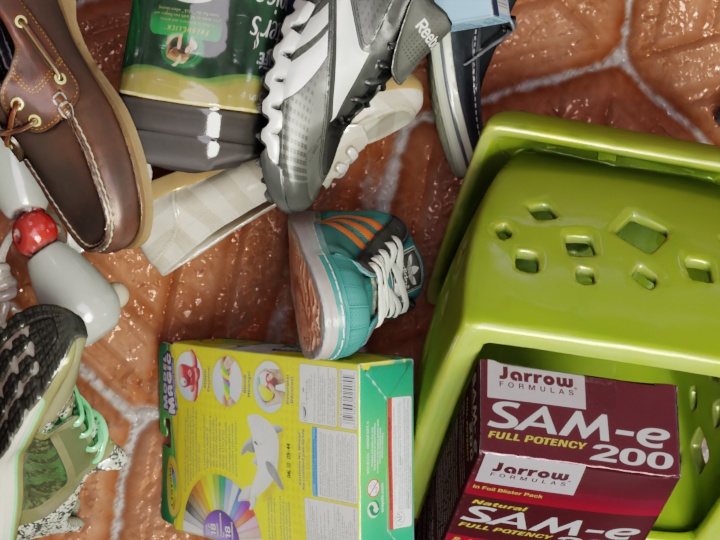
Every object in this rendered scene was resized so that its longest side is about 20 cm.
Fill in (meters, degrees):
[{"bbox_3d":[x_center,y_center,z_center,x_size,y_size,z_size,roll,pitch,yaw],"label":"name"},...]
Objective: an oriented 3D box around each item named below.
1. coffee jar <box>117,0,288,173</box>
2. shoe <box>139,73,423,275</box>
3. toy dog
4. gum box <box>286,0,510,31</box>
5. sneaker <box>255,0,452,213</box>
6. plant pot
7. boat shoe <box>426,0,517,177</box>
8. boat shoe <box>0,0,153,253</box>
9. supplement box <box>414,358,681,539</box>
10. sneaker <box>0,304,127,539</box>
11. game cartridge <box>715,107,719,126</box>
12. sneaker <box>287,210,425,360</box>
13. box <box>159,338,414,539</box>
[{"bbox_3d":[-0.083,-0.155,1.039,0.084,0.104,0.202,9,96,6],"label":"coffee jar"},{"bbox_3d":[-0.048,-0.059,1.120,0.198,0.070,0.054,-25,80,3],"label":"shoe"},{"bbox_3d":[-0.182,-0.059,1.096,0.096,0.131,0.202,-17,99,-45],"label":"toy dog"},{"bbox_3d":[-0.021,-0.216,1.093,0.198,0.044,0.172,-8,90,19],"label":"gum box"},{"bbox_3d":[0.002,-0.125,1.022,0.090,0.066,0.202,14,86,14],"label":"sneaker"},{"bbox_3d":[0.133,0.030,1.069,0.198,0.200,0.183,8,52,-6],"label":"plant pot"},{"bbox_3d":[0.069,-0.158,1.132,0.061,0.075,0.203,-1,86,-1],"label":"boat shoe"},{"bbox_3d":[-0.178,-0.099,1.003,0.070,0.070,0.202,-18,80,-46],"label":"boat shoe"},{"bbox_3d":[0.094,0.133,1.008,0.107,0.201,0.061,7,51,-6],"label":"supplement box"},{"bbox_3d":[-0.176,0.091,1.076,0.088,0.201,0.077,1,49,-26],"label":"sneaker"},{"bbox_3d":[0.333,-0.088,1.182,0.199,0.042,0.134,29,83,-6],"label":"game cartridge"},{"bbox_3d":[0.000,0.000,1.060,0.079,0.200,0.072,-3,104,-4],"label":"sneaker"},{"bbox_3d":[-0.050,0.102,1.078,0.048,0.199,0.119,-3,95,-43],"label":"box"}]
